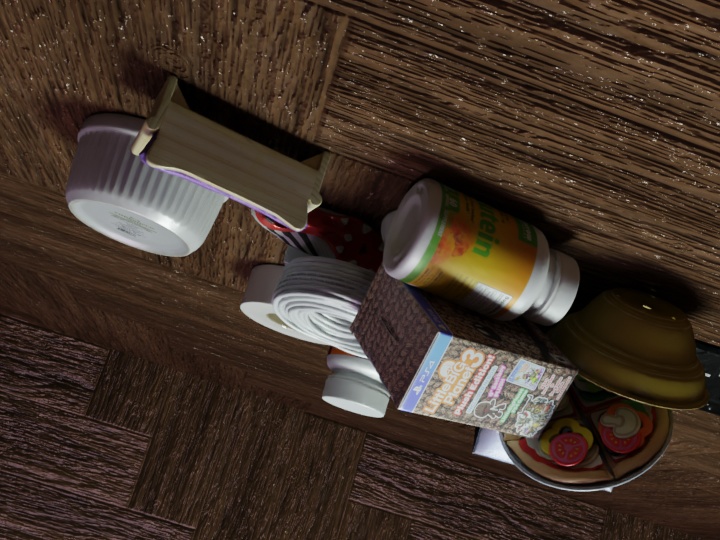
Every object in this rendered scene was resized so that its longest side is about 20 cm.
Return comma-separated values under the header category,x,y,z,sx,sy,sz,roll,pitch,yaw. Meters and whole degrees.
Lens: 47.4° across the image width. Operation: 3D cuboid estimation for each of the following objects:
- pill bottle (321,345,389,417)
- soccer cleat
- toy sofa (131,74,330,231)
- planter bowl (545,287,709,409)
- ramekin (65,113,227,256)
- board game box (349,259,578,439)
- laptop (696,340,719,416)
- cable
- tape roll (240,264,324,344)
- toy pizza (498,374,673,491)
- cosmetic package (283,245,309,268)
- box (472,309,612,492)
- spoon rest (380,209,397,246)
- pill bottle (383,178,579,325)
category,x,y,z,sx,sy,sz,roll,pitch,yaw
pill bottle,0.015,0.105,1.209,0.113,0.203,0.114,15,163,5
soccer cleat,-0.051,-0.047,1.048,0.198,0.069,0.085,24,173,-20
toy sofa,-0.139,-0.111,0.871,0.198,0.099,0.083,23,161,-21
planter bowl,0.325,0.075,0.965,0.197,0.085,0.201,13,-161,-4
ramekin,-0.268,-0.097,1.021,0.197,0.106,0.200,15,163,5
board game box,0.113,0.089,0.927,0.198,0.098,0.160,17,-160,-29
laptop,0.510,0.151,1.209,0.175,0.104,0.201,17,137,-2
cable,-0.015,0.049,1.058,0.197,0.070,0.200,17,160,3
tape roll,-0.104,0.062,1.412,0.200,0.072,0.203,15,163,5
toy pizza,0.256,0.166,0.948,0.198,0.201,0.032,5,132,32
cosmetic package,0.000,0.000,1.122,0.197,0.075,0.102,14,162,6
box,0.272,0.164,1.116,0.196,0.203,0.123,14,-157,6
spoon rest,0.097,-0.003,1.022,0.098,0.061,0.201,-8,128,41
pill bottle,0.134,-0.012,0.891,0.198,0.112,0.111,22,162,-17
